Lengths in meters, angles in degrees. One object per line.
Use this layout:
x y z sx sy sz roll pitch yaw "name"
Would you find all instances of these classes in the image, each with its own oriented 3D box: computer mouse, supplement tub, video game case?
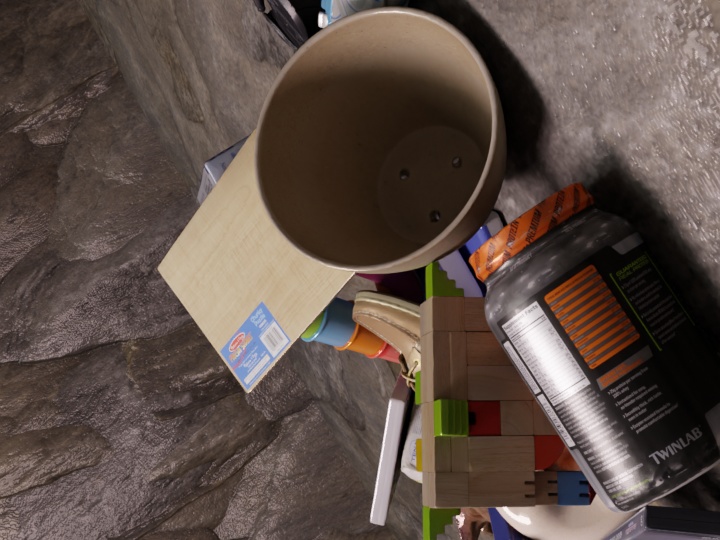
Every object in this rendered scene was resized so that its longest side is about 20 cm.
-0.070 -0.272 1.170 0.141 0.046 0.200 51 178 18 "computer mouse"
0.166 0.049 0.779 0.202 0.122 0.123 58 168 9 "supplement tub"
0.046 0.154 1.211 0.200 0.018 0.145 -61 -19 -66 "video game case"
0.248 0.198 0.809 0.200 0.140 0.019 91 -175 -69 "video game case"

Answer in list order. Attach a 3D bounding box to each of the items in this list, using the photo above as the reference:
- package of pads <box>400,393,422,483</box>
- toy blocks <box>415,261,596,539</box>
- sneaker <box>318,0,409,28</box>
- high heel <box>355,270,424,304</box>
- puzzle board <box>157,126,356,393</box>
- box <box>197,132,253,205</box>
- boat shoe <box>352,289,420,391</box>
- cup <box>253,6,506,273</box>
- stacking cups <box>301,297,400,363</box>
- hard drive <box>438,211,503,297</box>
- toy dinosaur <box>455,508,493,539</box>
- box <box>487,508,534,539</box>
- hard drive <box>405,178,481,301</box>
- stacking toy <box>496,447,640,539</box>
0.089 0.150 1.207 0.067 0.157 0.200 10 170 8 "package of pads"
0.115 0.099 0.856 0.100 0.134 0.203 129 141 -78 "toy blocks"
0.011 -0.216 0.908 0.087 0.075 0.201 41 160 39 "sneaker"
0.000 0.000 1.076 0.068 0.095 0.201 49 165 41 "high heel"
-0.091 -0.006 1.012 0.151 0.017 0.200 51 128 13 "puzzle board"
-0.052 -0.096 1.135 0.106 0.199 0.184 58 168 -1 "box"
0.074 0.087 1.063 0.198 0.067 0.074 29 166 -1 "boat shoe"
0.034 -0.084 0.905 0.201 0.200 0.143 53 -169 24 "cup"
-0.029 0.048 1.113 0.198 0.061 0.060 18 -171 -29 "stacking cups"
0.132 0.026 1.098 0.202 0.025 0.132 64 168 -22 "hard drive"
0.149 0.211 1.141 0.136 0.199 0.086 49 -176 -35 "toy dinosaur"
0.170 0.215 0.995 0.200 0.119 0.033 -96 22 -71 "box"
0.056 -0.016 1.149 0.133 0.025 0.200 60 170 0 "hard drive"
0.187 0.150 0.984 0.147 0.145 0.200 56 -168 12 "stacking toy"
